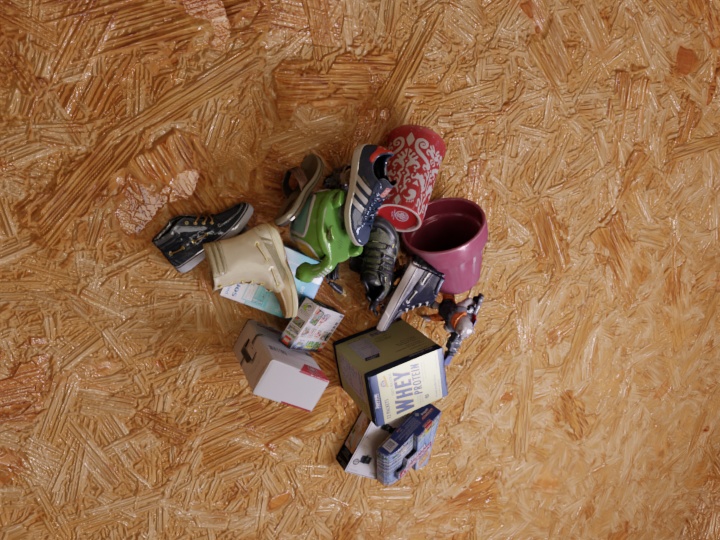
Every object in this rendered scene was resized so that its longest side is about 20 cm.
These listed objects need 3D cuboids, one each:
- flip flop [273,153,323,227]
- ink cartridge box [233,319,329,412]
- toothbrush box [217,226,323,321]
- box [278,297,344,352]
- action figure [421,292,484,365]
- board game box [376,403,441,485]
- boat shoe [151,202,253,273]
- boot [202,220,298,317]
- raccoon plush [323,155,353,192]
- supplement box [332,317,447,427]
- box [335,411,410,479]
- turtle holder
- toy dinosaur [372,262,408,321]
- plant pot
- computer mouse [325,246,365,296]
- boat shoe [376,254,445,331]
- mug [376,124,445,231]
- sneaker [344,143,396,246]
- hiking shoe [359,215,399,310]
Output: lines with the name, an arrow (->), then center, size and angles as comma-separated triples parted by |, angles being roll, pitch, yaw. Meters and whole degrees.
flip flop -> -0.134, -0.173, 1.092 | 0.058, 0.081, 0.200 | 40, 52, -23
ink cartridge box -> -0.176, 0.202, 1.162 | 0.147, 0.200, 0.083 | 28, 96, -30
toothbrush box -> -0.193, 0.009, 1.159 | 0.200, 0.085, 0.147 | 26, 93, -29
box -> -0.104, 0.125, 1.197 | 0.110, 0.035, 0.200 | -56, 163, -1
action figure -> 0.210, 0.127, 1.335 | 0.104, 0.193, 0.201 | 18, 97, -29
board game box -> 0.129, 0.480, 1.431 | 0.200, 0.062, 0.200 | -37, 140, -33
boat shoe -> -0.313, -0.088, 1.074 | 0.200, 0.071, 0.091 | -41, 123, -7
boot -> -0.213, 0.020, 1.056 | 0.155, 0.073, 0.201 | -21, 107, -23
raccoon plush -> 0.004, -0.154, 1.177 | 0.097, 0.134, 0.200 | -34, 118, -15
supplement box -> 0.069, 0.235, 1.294 | 0.199, 0.200, 0.135 | -19, 114, -20
box -> 0.036, 0.440, 1.423 | 0.116, 0.060, 0.200 | 26, 93, -31
turtle holder -> -0.074, -0.073, 1.108 | 0.141, 0.131, 0.186 | -13, 102, -59
toy dinosaur -> 0.083, 0.053, 1.292 | 0.135, 0.102, 0.200 | -30, 161, -10
plant pot -> 0.213, -0.047, 1.298 | 0.200, 0.200, 0.179 | -35, 134, -13
computer mouse -> 0.000, 0.000, 1.226 | 0.200, 0.046, 0.141 | 36, 71, -51
boat shoe -> 0.114, 0.069, 1.214 | 0.093, 0.075, 0.200 | 26, 114, -2
mug -> 0.113, -0.185, 1.183 | 0.178, 0.133, 0.201 | 43, 53, -45
sneaker -> 0.024, -0.144, 1.050 | 0.075, 0.084, 0.201 | -15, 111, -59
hiking shoe -> 0.039, -0.015, 1.155 | 0.075, 0.101, 0.201 | 4, 119, 16
